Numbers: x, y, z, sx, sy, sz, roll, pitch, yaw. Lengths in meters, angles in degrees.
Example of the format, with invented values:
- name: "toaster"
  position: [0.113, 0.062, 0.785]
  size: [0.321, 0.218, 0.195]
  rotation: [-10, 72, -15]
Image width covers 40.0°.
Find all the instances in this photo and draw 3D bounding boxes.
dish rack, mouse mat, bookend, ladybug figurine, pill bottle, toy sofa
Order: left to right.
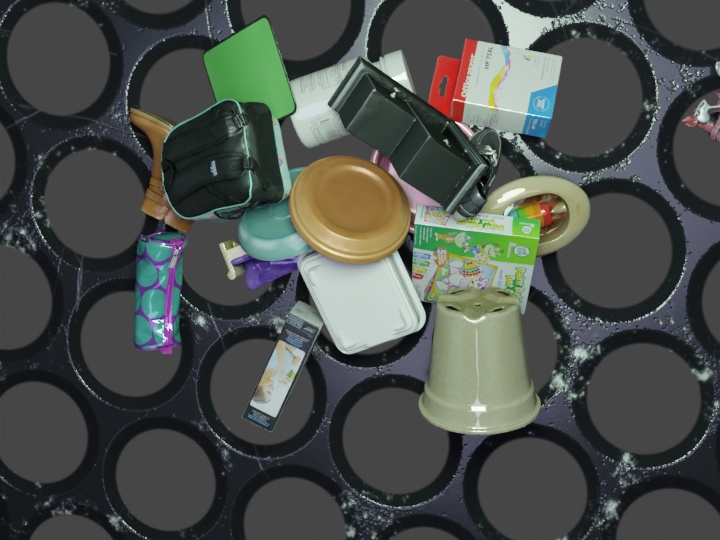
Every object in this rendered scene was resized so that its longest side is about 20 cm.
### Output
- name: "mouse mat"
  position: [-0.184, -0.310, 1.618]
  size: [0.199, 0.007, 0.163]
  rotation: [-13, 95, 47]
- name: "toy sofa"
  position: [-0.129, -0.037, 1.672]
  size: [0.198, 0.083, 0.099]
  rotation: [-20, 94, 10]
- name: "pill bottle"
  position: [-0.014, -0.283, 1.606]
  size: [0.198, 0.114, 0.116]
  rotation: [-18, 95, 10]
- name: "dish rack"
  position: [-0.002, 0.038, 1.606]
  size: [0.170, 0.044, 0.202]
  rotation: [-21, 105, 19]
- name: "bookend"
  position: [0.066, -0.205, 1.479]
  size: [0.199, 0.199, 0.092]
  rotation: [30, 108, -22]
- name: "ladybug figurine"
  position: [0.271, -0.091, 1.608]
  size: [0.197, 0.072, 0.137]
  rotation: [-10, 112, 1]

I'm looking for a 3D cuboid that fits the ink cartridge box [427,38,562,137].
- name: "ink cartridge box"
  position: [0.212, -0.294, 1.579]
  size: [0.198, 0.067, 0.117]
  rotation: [11, 71, 5]

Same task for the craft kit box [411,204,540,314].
- name: "craft kit box"
  position: [0.181, -0.014, 1.594]
  size: [0.195, 0.049, 0.201]
  rotation: [5, 142, 5]

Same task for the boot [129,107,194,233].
- name: "boot"
  position: [-0.336, -0.172, 1.690]
  size: [0.199, 0.077, 0.156]
  rotation: [31, 101, -8]

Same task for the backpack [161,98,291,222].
- name: "backpack"
  position: [-0.216, -0.166, 1.573]
  size: [0.198, 0.153, 0.178]
  rotation: [-16, 84, 29]

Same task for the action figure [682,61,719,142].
- name: "action figure"
  position: [0.612, -0.237, 1.559]
  size: [0.198, 0.135, 0.150]
  rotation: [-2, 141, 20]

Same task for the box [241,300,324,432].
- name: "box"
  position: [-0.127, 0.161, 1.684]
  size: [0.060, 0.117, 0.202]
  rotation: [26, 99, 1]

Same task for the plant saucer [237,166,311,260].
- name: "plant saucer"
  position: [-0.118, -0.101, 1.616]
  size: [0.198, 0.201, 0.028]
  rotation: [-22, 134, 10]

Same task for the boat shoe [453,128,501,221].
- name: "boat shoe"
  position: [0.193, -0.158, 1.536]
  size: [0.073, 0.201, 0.062]
  rotation: [44, 137, -19]

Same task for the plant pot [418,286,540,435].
- name: "plant pot"
  position: [0.188, 0.132, 1.577]
  size: [0.198, 0.201, 0.186]
  rotation: [-1, 110, 7]

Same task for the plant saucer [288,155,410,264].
- name: "plant saucer"
  position: [-0.013, -0.104, 1.555]
  size: [0.198, 0.038, 0.202]
  rotation: [7, 58, -11]

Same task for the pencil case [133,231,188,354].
- name: "pencil case"
  position: [-0.346, 0.036, 1.707]
  size: [0.092, 0.084, 0.203]
  rotation: [16, 105, 48]

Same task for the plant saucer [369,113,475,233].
- name: "plant saucer"
  position: [0.114, -0.161, 1.640]
  size: [0.198, 0.051, 0.203]
  rotation: [1, 99, 8]
